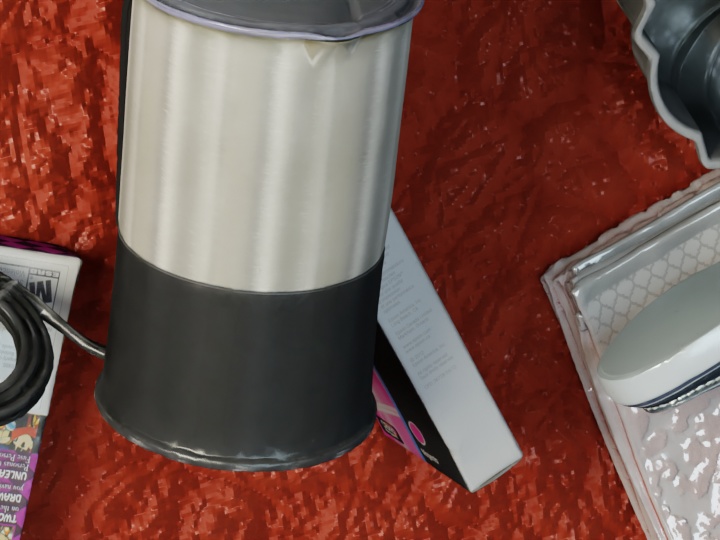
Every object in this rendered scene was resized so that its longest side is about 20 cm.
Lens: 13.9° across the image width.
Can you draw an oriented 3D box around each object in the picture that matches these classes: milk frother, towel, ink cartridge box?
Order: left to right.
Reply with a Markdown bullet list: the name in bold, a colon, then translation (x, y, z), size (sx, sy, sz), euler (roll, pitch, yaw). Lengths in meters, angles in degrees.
- **milk frother**: translation (-0.093, -0.030, 1.164), size (0.200, 0.180, 0.189), euler (-16, 122, -40)
- **ink cartridge box**: translation (0.000, 0.000, 1.299), size (0.037, 0.095, 0.200), euler (-32, 114, -13)
- **towel**: translation (0.204, 0.036, 1.439), size (0.200, 0.032, 0.192), euler (-31, 114, -14)

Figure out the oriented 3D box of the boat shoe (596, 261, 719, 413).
- **boat shoe**: translation (0.209, 0.031, 1.381), size (0.200, 0.071, 0.091), euler (-32, 109, -15)

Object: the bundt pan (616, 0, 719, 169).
- **bundt pan**: translation (0.204, -0.141, 1.356), size (0.201, 0.076, 0.203), euler (-8, 116, -17)

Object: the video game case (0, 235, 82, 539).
- **video game case**: translation (-0.231, 0.064, 1.242), size (0.199, 0.036, 0.182), euler (9, 98, -26)
